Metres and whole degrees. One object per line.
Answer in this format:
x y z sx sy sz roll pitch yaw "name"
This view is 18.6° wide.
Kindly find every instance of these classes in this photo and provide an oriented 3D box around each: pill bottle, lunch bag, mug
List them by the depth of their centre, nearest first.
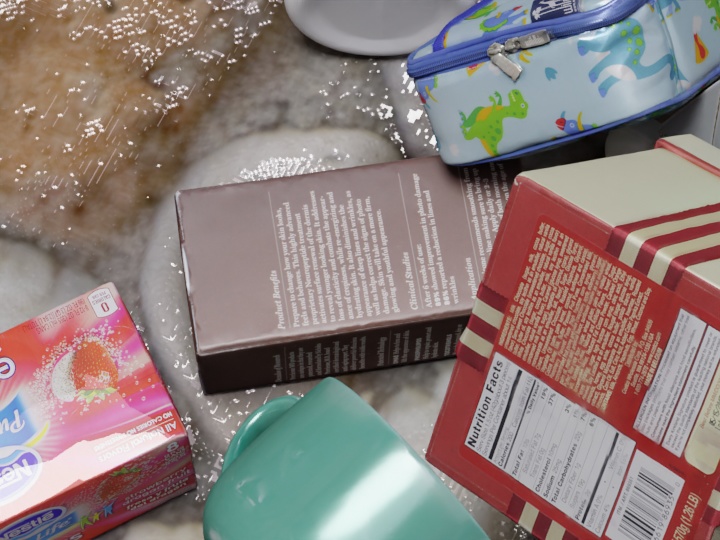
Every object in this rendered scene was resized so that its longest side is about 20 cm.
-0.012 0.148 1.145 0.114 0.185 0.152 -42 96 -9 "mug"
0.127 -0.129 1.222 0.200 0.160 0.083 -35 108 -48 "lunch bag"
0.011 -0.241 1.317 0.115 0.116 0.202 0 67 -1 "pill bottle"

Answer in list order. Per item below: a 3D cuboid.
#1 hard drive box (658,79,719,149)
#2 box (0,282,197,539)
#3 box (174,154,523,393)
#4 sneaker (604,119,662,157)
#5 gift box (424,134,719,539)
0.286 -0.042 1.212 0.199 0.077 0.157 -15 78 -28 "hard drive box"
-0.196 0.103 1.178 0.199 0.096 0.100 -25 70 -11 "box"
0.000 0.000 1.239 0.198 0.075 0.101 -7 67 -5 "box"
0.177 0.004 1.237 0.084 0.073 0.201 -24 71 -13 "sneaker"
0.171 0.058 1.062 0.200 0.186 0.186 36 30 28 "gift box"
